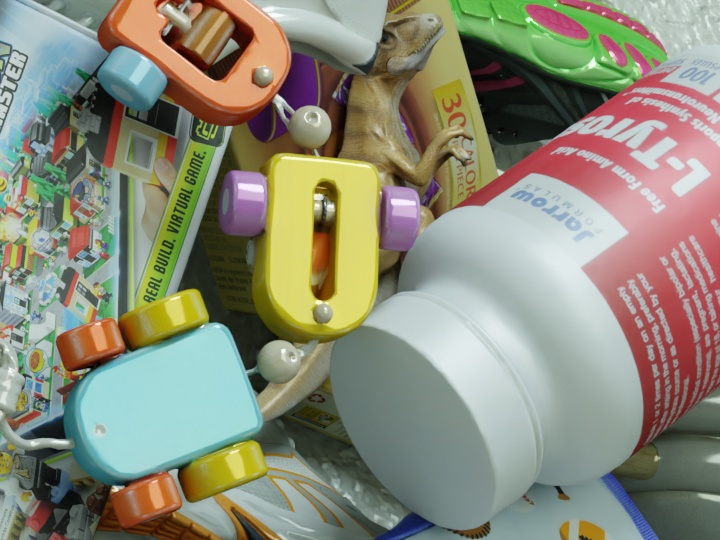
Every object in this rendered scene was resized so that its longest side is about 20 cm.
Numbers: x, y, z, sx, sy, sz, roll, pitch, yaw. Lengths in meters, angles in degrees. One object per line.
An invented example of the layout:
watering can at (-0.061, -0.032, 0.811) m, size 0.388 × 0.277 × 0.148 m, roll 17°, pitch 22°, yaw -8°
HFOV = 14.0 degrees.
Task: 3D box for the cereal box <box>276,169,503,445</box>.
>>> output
cereal box at (0.058, 0.027, 1.278) m, size 0.199 × 0.039 × 0.144 m, roll 25°, pitch 54°, yaw -26°

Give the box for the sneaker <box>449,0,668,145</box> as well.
sneaker at (0.046, -0.094, 1.305) m, size 0.199 × 0.084 × 0.077 m, roll 22°, pitch 30°, yaw -20°

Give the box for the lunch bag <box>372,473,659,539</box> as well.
lunch bag at (0.049, 0.184, 1.087) m, size 0.170 × 0.123 × 0.201 m, roll -18°, pitch 103°, yaw -45°

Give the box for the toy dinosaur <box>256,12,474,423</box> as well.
toy dinosaur at (0.000, 0.000, 1.139) m, size 0.106 × 0.060 × 0.201 m, roll 23°, pitch 72°, yaw -17°

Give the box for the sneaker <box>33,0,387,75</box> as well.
sneaker at (-0.080, -0.103, 1.075) m, size 0.199 × 0.073 × 0.071 m, roll 1°, pitch 91°, yaw -16°

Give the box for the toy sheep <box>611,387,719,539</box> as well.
toy sheep at (0.131, 0.049, 1.214) m, size 0.137 × 0.138 × 0.201 m, roll 12°, pitch 77°, yaw -33°

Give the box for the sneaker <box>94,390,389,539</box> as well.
sneaker at (-0.036, 0.087, 1.152) m, size 0.199 × 0.076 × 0.092 m, roll 25°, pitch 47°, yaw -28°

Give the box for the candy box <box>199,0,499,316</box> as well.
candy box at (-0.024, -0.095, 1.174) m, size 0.116 × 0.056 × 0.201 m, roll -23°, pitch 105°, yaw -27°

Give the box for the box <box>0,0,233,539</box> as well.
box at (-0.124, 0.012, 1.026) m, size 0.110 × 0.035 × 0.201 m, roll 25°, pitch 72°, yaw -25°

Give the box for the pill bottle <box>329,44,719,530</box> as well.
pill bottle at (0.087, 0.008, 1.083) m, size 0.200 × 0.112 × 0.112 m, roll -35°, pitch 89°, yaw -31°

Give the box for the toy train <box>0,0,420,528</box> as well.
toy train at (-0.068, -0.011, 1.015) m, size 0.150 × 0.056 × 0.201 m, roll 31°, pitch 73°, yaw -9°
